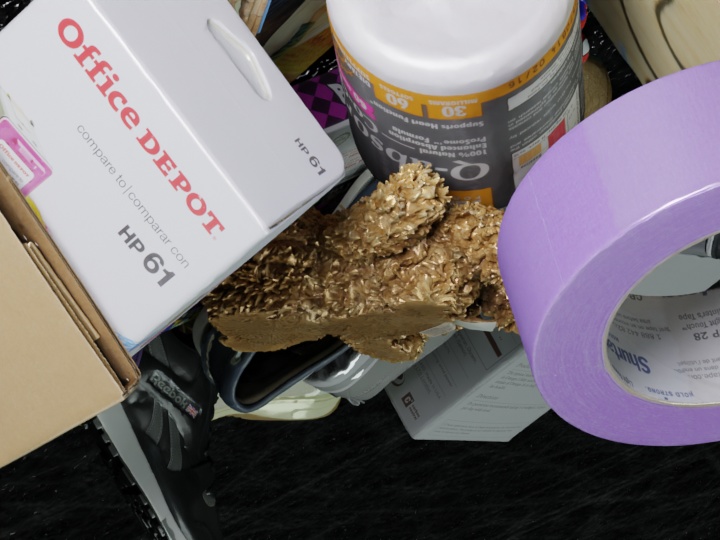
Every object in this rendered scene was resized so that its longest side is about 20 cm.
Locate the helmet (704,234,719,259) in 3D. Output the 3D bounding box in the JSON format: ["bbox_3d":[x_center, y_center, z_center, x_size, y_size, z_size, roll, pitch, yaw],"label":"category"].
[{"bbox_3d":[0.260,-0.093,1.643,0.199,0.191,0.200,-26,159,-11],"label":"helmet"}]

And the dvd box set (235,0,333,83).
[{"bbox_3d":[-0.081,-0.106,1.405,0.200,0.030,0.146,-39,157,23],"label":"dvd box set"}]

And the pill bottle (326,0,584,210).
[{"bbox_3d":[0.049,-0.095,1.393,0.116,0.117,0.200,-27,155,-6],"label":"pill bottle"}]

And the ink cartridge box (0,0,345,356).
[{"bbox_3d":[-0.126,-0.036,1.304,0.200,0.145,0.085,-39,180,32],"label":"ink cartridge box"}]

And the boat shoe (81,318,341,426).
[{"bbox_3d":[-0.093,0.048,1.700,0.199,0.074,0.067,-5,128,-36],"label":"boat shoe"}]

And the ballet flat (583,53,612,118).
[{"bbox_3d":[0.063,-0.051,1.618,0.200,0.068,0.072,-45,157,-6],"label":"ballet flat"}]

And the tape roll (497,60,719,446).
[{"bbox_3d":[0.164,-0.006,1.303,0.199,0.066,0.201,-10,144,-7],"label":"tape roll"}]

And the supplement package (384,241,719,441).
[{"bbox_3d":[0.105,0.001,1.765,0.200,0.118,0.117,-39,156,25],"label":"supplement package"}]

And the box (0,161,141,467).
[{"bbox_3d":[-0.209,0.021,1.306,0.199,0.164,0.021,-29,-172,38],"label":"box"}]

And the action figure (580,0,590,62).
[{"bbox_3d":[0.088,-0.145,1.514,0.065,0.052,0.200,-37,160,6],"label":"action figure"}]

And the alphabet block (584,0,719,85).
[{"bbox_3d":[0.219,-0.163,1.370,0.196,0.200,0.196,-27,144,-5],"label":"alphabet block"}]

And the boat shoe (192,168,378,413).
[{"bbox_3d":[0.000,0.000,1.544,0.199,0.062,0.075,-34,130,2],"label":"boat shoe"}]

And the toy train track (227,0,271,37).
[{"bbox_3d":[-0.070,-0.098,1.352,0.114,0.033,0.201,-1,141,-22],"label":"toy train track"}]

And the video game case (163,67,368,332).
[{"bbox_3d":[-0.040,-0.043,1.542,0.199,0.036,0.181,-26,162,-43],"label":"video game case"}]

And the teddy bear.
[{"bbox_3d":[0.024,-0.004,1.402,0.199,0.067,0.145,-8,156,24],"label":"teddy bear"}]

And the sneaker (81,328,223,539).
[{"bbox_3d":[-0.103,0.083,1.623,0.087,0.076,0.201,-33,117,-12],"label":"sneaker"}]

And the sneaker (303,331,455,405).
[{"bbox_3d":[0.041,-0.004,1.696,0.200,0.075,0.082,-42,150,0],"label":"sneaker"}]
